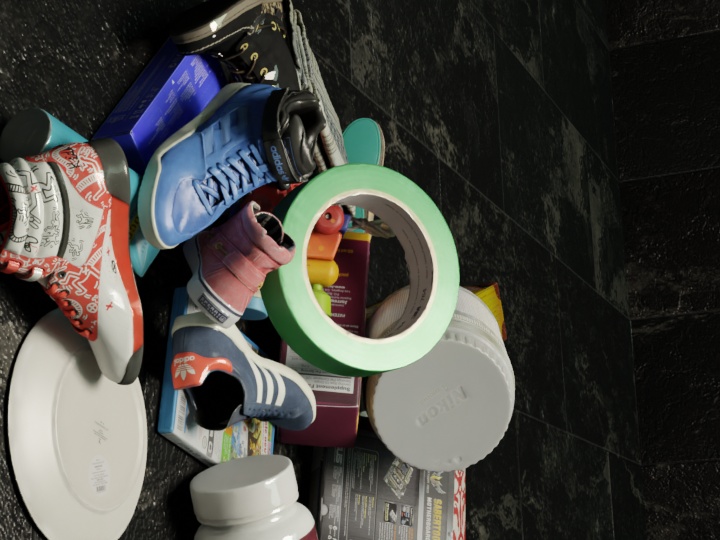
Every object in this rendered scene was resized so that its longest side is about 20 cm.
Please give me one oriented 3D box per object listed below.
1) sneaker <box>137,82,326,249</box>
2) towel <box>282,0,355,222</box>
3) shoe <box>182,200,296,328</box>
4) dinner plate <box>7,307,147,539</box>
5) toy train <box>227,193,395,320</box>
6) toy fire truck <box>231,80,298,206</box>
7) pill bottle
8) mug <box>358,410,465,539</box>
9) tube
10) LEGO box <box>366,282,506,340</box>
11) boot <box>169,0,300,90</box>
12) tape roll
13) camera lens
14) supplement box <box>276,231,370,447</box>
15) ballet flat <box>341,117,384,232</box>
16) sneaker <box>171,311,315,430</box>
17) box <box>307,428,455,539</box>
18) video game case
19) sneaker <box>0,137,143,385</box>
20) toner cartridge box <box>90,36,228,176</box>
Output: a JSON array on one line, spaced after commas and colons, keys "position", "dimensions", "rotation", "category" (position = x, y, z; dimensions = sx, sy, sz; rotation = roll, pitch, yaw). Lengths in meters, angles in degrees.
[{"position": [-0.101, -0.092, 1.222], "dimensions": [0.200, 0.111, 0.077], "rotation": [-55, 138, -42], "category": "sneaker"}, {"position": [-0.046, -0.185, 1.600], "dimensions": [0.193, 0.034, 0.201], "rotation": [-98, 169, -49], "category": "towel"}, {"position": [-0.106, -0.017, 1.297], "dimensions": [0.071, 0.091, 0.200], "rotation": [44, 7, -14], "category": "shoe"}, {"position": [-0.217, 0.128, 1.155], "dimensions": [0.200, 0.024, 0.202], "rotation": [-7, 90, -68], "category": "dinner plate"}, {"position": [-0.038, -0.004, 1.431], "dimensions": [0.085, 0.198, 0.117], "rotation": [123, -27, -75], "category": "toy train"}, {"position": [-0.080, -0.109, 1.543], "dimensions": [0.141, 0.048, 0.202], "rotation": [-1, 82, -70], "category": "toy fire truck"}, {"position": [-0.089, 0.278, 1.305], "dimensions": [0.114, 0.113, 0.202], "rotation": [-34, 115, -66], "category": "pill bottle"}, {"position": [0.075, 0.265, 1.710], "dimensions": [0.177, 0.132, 0.202], "rotation": [-1, 87, -67], "category": "mug"}, {"position": [-0.215, -0.065, 1.173], "dimensions": [0.078, 0.050, 0.200], "rotation": [-54, 146, -3], "category": "tube"}, {"position": [0.079, 0.074, 1.751], "dimensions": [0.200, 0.148, 0.078], "rotation": [-21, 102, -69], "category": "LEGO box"}, {"position": [-0.107, -0.186, 1.358], "dimensions": [0.200, 0.073, 0.152], "rotation": [-55, 133, -67], "category": "boot"}, {"position": [0.000, 0.000, 1.373], "dimensions": [0.199, 0.048, 0.202], "rotation": [7, 76, -29], "category": "tape roll"}, {"position": [0.080, 0.109, 1.531], "dimensions": [0.200, 0.159, 0.161], "rotation": [-92, 169, -74], "category": "camera lens"}, {"position": [-0.038, 0.070, 1.491], "dimensions": [0.111, 0.085, 0.201], "rotation": [95, -1, -61], "category": "supplement box"}, {"position": [-0.010, -0.087, 1.715], "dimensions": [0.067, 0.068, 0.201], "rotation": [84, 15, -61], "category": "ballet flat"}, {"position": [-0.111, 0.119, 1.315], "dimensions": [0.200, 0.075, 0.085], "rotation": [42, 42, -44], "category": "sneaker"}, {"position": [0.021, 0.277, 1.546], "dimensions": [0.157, 0.048, 0.201], "rotation": [14, 62, -19], "category": "box"}, {"position": [-0.132, 0.121, 1.378], "dimensions": [0.200, 0.018, 0.144], "rotation": [48, 39, -55], "category": "video game case"}, {"position": [-0.230, 0.003, 1.097], "dimensions": [0.107, 0.067, 0.203], "rotation": [-14, 116, -29], "category": "sneaker"}, {"position": [-0.175, -0.134, 1.319], "dimensions": [0.200, 0.043, 0.095], "rotation": [-67, 144, -52], "category": "toner cartridge box"}]
